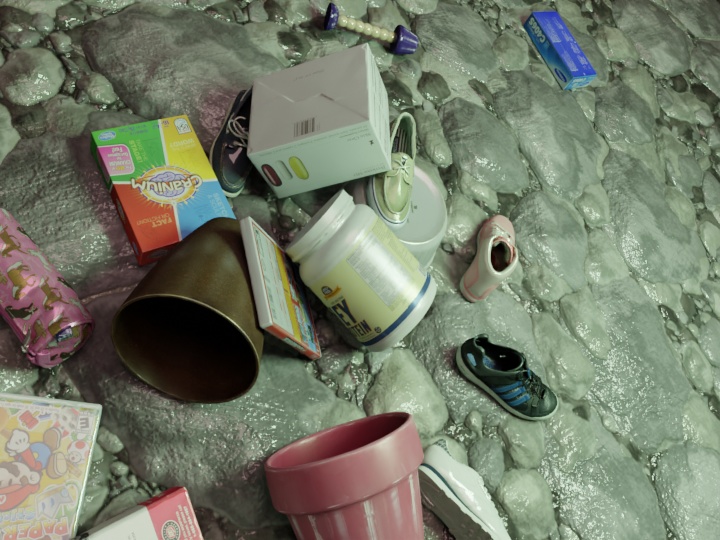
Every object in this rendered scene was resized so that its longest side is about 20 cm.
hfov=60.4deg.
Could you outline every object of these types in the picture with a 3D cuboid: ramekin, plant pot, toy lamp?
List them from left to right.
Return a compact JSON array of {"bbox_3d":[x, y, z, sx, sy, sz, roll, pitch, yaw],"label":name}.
[{"bbox_3d":[-0.196,0.031,0.807,0.182,0.189,0.203,23,41,-12],"label":"plant pot"},{"bbox_3d":[-0.003,0.291,0.747,0.195,0.199,0.185,-14,85,-30],"label":"plant pot"},{"bbox_3d":[0.024,-0.481,1.247,0.193,0.058,0.060,9,60,-18],"label":"toy lamp"},{"bbox_3d":[0.056,-0.091,1.028,0.196,0.094,0.209,12,59,-20],"label":"ramekin"}]

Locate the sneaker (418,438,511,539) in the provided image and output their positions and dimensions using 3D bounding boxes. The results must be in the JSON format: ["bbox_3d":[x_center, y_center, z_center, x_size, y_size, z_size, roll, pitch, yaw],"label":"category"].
[{"bbox_3d":[0.158,0.332,0.867,0.201,0.076,0.080,50,45,4],"label":"sneaker"}]

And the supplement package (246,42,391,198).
[{"bbox_3d":[-0.060,-0.226,0.952,0.193,0.111,0.160,-12,58,17],"label":"supplement package"}]

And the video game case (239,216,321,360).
[{"bbox_3d":[-0.105,0.031,0.839,0.017,0.200,0.147,-18,68,8],"label":"video game case"}]

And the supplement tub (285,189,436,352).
[{"bbox_3d":[0.000,0.000,0.901,0.200,0.144,0.146,46,53,-10],"label":"supplement tub"}]

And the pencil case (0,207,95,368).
[{"bbox_3d":[-0.412,0.018,0.753,0.082,0.087,0.201,-40,84,-4],"label":"pencil case"}]

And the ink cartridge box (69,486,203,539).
[{"bbox_3d":[-0.255,0.340,0.638,0.196,0.084,0.149,-20,84,-33],"label":"ink cartridge box"}]

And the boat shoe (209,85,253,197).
[{"bbox_3d":[-0.187,-0.212,0.991,0.074,0.061,0.205,31,53,-28],"label":"boat shoe"}]

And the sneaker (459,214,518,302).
[{"bbox_3d":[0.246,-0.041,1.087,0.074,0.105,0.202,34,53,-1],"label":"sneaker"}]

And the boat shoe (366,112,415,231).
[{"bbox_3d":[0.052,-0.159,0.966,0.070,0.062,0.206,13,59,-18],"label":"boat shoe"}]

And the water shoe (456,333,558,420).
[{"bbox_3d":[0.245,0.173,0.986,0.196,0.079,0.073,29,55,-9],"label":"water shoe"}]

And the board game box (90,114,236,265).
[{"bbox_3d":[-0.288,-0.124,0.912,0.150,0.040,0.204,-20,74,-33],"label":"board game box"}]

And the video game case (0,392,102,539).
[{"bbox_3d":[-0.404,0.228,0.678,0.194,0.023,0.188,12,60,-20],"label":"video game case"}]

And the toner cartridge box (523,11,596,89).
[{"bbox_3d":[0.484,-0.537,1.506,0.093,0.043,0.205,-15,71,-30],"label":"toner cartridge box"}]
